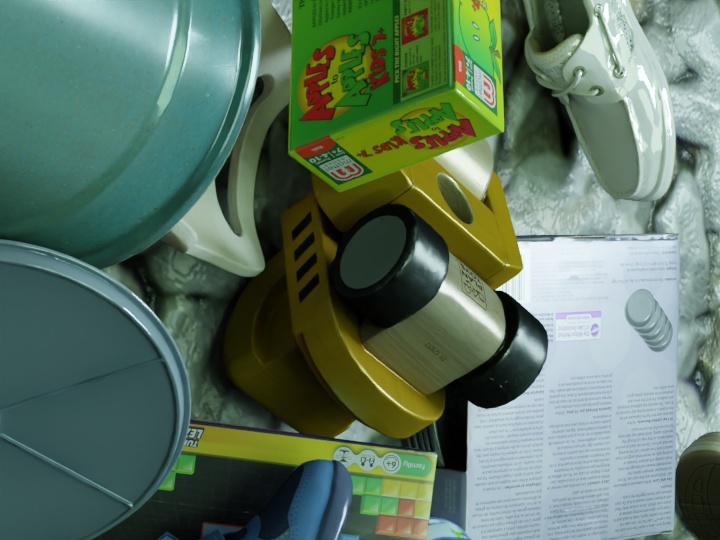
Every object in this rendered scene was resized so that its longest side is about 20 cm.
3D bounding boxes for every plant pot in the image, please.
[{"bbox_3d":[-0.173,-0.112,1.045,0.196,0.199,0.202,23,76,-63],"label":"plant pot"}]

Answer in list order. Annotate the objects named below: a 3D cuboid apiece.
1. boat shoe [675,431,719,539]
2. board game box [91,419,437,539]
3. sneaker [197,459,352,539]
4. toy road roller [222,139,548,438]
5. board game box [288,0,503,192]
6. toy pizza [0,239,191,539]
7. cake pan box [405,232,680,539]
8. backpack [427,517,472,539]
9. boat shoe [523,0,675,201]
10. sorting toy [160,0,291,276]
[{"bbox_3d":[0.265,0.156,1.610,0.200,0.072,0.065,48,53,-37],"label":"boat shoe"},{"bbox_3d":[-0.071,0.158,1.227,0.198,0.057,0.167,7,86,-8],"label":"board game box"},{"bbox_3d":[-0.080,0.160,1.162,0.082,0.074,0.200,40,83,-3],"label":"sneaker"},{"bbox_3d":[0.000,0.000,1.332,0.123,0.145,0.201,39,29,-37],"label":"toy road roller"},{"bbox_3d":[0.017,-0.150,1.278,0.048,0.101,0.201,35,46,-45],"label":"board game box"},{"bbox_3d":[-0.176,0.057,1.128,0.200,0.199,0.032,46,23,-35],"label":"toy pizza"},{"bbox_3d":[0.109,0.071,1.466,0.199,0.052,0.186,-4,93,-44],"label":"cake pan box"},{"bbox_3d":[0.015,0.229,1.340,0.162,0.153,0.202,3,77,-37],"label":"backpack"},{"bbox_3d":[0.126,-0.130,1.460,0.069,0.071,0.201,-24,100,-39],"label":"boat shoe"},{"bbox_3d":[-0.085,-0.086,1.246,0.180,0.106,0.202,40,54,-51],"label":"sorting toy"}]
